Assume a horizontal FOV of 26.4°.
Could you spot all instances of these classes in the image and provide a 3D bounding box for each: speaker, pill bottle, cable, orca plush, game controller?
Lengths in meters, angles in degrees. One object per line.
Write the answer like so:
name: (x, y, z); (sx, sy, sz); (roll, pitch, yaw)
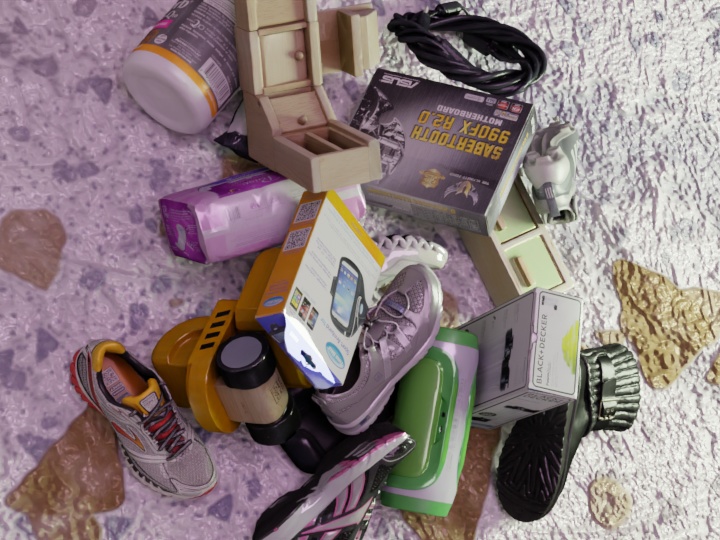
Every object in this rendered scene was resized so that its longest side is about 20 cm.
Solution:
speaker: (0.076, 0.163, 1.681); (0.088, 0.088, 0.201); (13, 83, -18)
pill bottle: (-0.163, -0.256, 1.707); (0.116, 0.116, 0.200); (40, 64, -7)
cable: (0.126, -0.265, 1.806); (0.163, 0.051, 0.200); (-2, 36, -36)
orca plush: (-0.078, -0.200, 1.752); (0.071, 0.105, 0.200); (46, 56, -39)
game controller: (-0.013, 0.135, 1.702); (0.200, 0.042, 0.104); (-37, 105, -26)

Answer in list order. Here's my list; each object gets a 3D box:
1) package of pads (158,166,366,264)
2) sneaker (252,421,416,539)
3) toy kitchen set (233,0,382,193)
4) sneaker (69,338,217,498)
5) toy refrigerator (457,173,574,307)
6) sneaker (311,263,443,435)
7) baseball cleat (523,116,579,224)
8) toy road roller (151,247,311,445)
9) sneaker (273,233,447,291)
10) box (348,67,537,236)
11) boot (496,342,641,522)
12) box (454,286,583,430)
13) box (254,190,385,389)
package of pads: (-0.106, -0.068, 1.666); (0.200, 0.120, 0.076); (-17, 104, -25)
sneaker: (-0.016, 0.245, 1.633); (0.200, 0.080, 0.086); (-39, 106, 3)
toy kitchen set: (-0.022, -0.212, 1.617); (0.163, 0.180, 0.200); (-14, 113, -23)
sneaker: (-0.221, 0.154, 1.581); (0.200, 0.082, 0.078); (48, 64, -4)
toy refrigerator: (0.167, -0.050, 1.806); (0.076, 0.070, 0.200); (-23, 85, -26)
sneaker: (0.020, 0.077, 1.634); (0.082, 0.075, 0.200); (41, 74, -50)
baseball cleat: (0.225, -0.113, 1.821); (0.200, 0.070, 0.107); (-54, 133, -66)
toy road roller: (-0.127, 0.078, 1.613); (0.146, 0.123, 0.200); (2, 46, 23)
sneaker: (0.000, 0.000, 1.727); (0.199, 0.075, 0.081); (-2, 85, -12)
box: (0.081, -0.137, 1.752); (0.200, 0.048, 0.159); (16, 64, 21)
boot: (0.245, 0.185, 1.765); (0.158, 0.079, 0.212); (5, 104, -52)
box: (0.166, 0.101, 1.688); (0.060, 0.200, 0.117); (14, 69, -19)
box: (-0.042, 0.025, 1.574); (0.119, 0.041, 0.200); (53, 43, -35)
